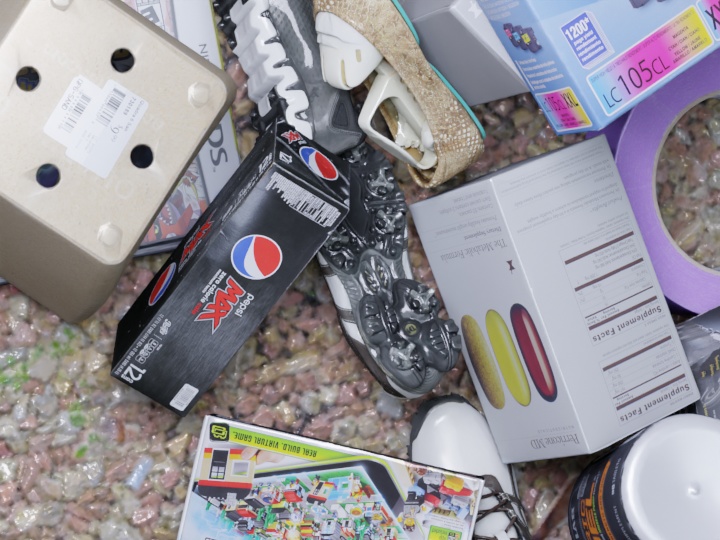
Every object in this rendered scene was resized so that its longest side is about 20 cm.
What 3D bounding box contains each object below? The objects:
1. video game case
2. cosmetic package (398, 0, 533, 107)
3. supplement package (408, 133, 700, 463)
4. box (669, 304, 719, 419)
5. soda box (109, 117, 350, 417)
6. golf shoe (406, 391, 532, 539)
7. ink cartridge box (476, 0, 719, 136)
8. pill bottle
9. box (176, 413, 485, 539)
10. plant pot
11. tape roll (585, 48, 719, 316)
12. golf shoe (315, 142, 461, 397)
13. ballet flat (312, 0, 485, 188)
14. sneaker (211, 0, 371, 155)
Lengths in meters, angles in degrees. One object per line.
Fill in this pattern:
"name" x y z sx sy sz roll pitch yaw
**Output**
"video game case" -0.184 -0.095 1.548 0.199 0.025 0.181 -12 96 -18
"cosmetic package" 0.085 -0.175 1.544 0.090 0.200 0.107 45 78 -15
"supplement package" 0.136 0.022 1.594 0.109 0.114 0.201 -22 93 -31
"box" 0.309 0.108 1.671 0.157 0.050 0.201 -24 122 -15
"soda box" -0.087 -0.001 1.513 0.063 0.071 0.200 32 115 -17
"golf shoe" 0.094 0.184 1.616 0.078 0.094 0.201 -20 97 -16
"ink cartridge box" 0.137 -0.204 1.420 0.136 0.076 0.200 -35 98 -17
"pill bottle" 0.208 0.169 1.593 0.106 0.200 0.107 2 76 -9
"box" -0.022 0.174 1.569 0.199 0.035 0.111 12 88 4
"plant pot" -0.192 -0.096 1.441 0.200 0.177 0.200 34 82 -15
"tape roll" 0.265 -0.065 1.680 0.199 0.066 0.201 0 91 -19
"golf shoe" 0.000 0.000 1.585 0.077 0.095 0.201 -14 72 -17
"ballet flat" 0.015 -0.131 1.514 0.065 0.070 0.200 -50 120 -18
"sneaker" -0.044 -0.164 1.565 0.090 0.066 0.201 -8 76 -29
